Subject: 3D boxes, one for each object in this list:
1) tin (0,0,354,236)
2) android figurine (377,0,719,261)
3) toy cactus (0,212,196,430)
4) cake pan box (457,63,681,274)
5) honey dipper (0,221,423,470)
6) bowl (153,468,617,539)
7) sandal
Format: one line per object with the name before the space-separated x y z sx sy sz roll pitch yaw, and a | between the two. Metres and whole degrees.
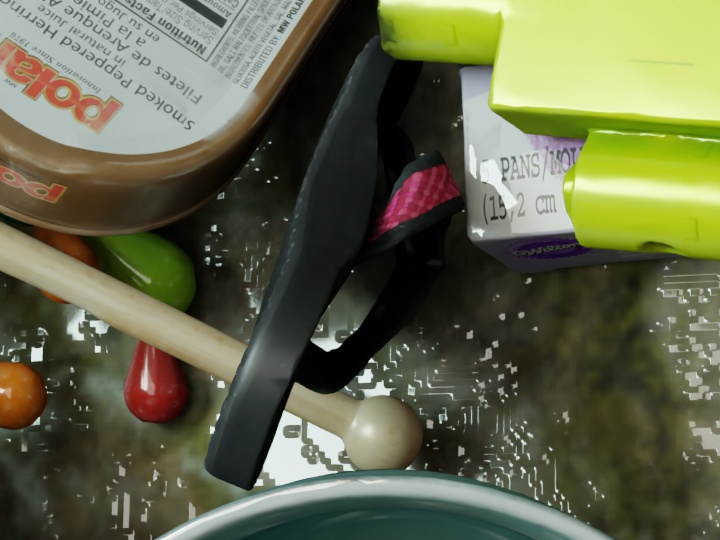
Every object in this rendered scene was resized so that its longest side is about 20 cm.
tin | -0.053 -0.100 0.817 0.112 0.042 0.201 31 61 0
android figurine | 0.105 -0.093 0.757 0.199 0.041 0.184 4 81 22
toy cactus | -0.137 -0.039 0.853 0.199 0.102 0.166 13 103 9
cake pan box | 0.117 -0.101 0.803 0.199 0.052 0.186 -5 76 20
honey dipper | -0.072 0.006 0.805 0.199 0.038 0.038 25 89 -8
bowl | 0.009 0.132 0.745 0.199 0.105 0.202 1 104 3
sandal | 0.000 0.000 0.772 0.045 0.200 0.075 19 118 -1
